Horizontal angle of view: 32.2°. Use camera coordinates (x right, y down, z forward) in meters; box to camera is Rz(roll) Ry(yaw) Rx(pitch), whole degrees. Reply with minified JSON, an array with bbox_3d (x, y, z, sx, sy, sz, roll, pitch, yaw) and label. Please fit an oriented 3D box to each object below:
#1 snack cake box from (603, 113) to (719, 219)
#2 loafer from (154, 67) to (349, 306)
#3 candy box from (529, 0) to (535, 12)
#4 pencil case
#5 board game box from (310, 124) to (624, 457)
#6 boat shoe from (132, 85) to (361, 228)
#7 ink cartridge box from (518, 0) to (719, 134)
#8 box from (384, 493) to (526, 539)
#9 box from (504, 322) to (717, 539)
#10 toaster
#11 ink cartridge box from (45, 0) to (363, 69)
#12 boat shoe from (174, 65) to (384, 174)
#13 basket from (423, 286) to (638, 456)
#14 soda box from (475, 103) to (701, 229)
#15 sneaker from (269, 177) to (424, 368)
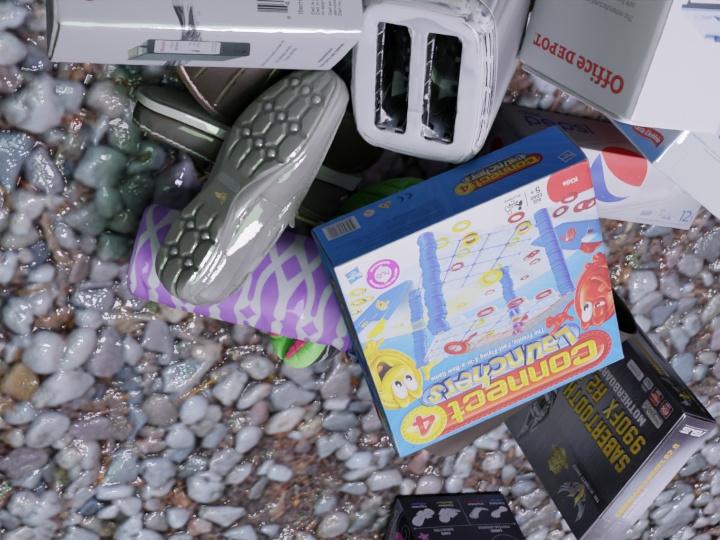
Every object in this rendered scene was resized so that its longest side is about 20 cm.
[{"bbox_3d":[0.237,-0.128,0.978,0.115,0.200,0.067,30,110,-34],"label":"snack cake box"},{"bbox_3d":[-0.073,-0.060,0.912,0.200,0.070,0.070,-51,149,9],"label":"loafer"},{"bbox_3d":[0.172,-0.286,0.933,0.199,0.055,0.116,-27,128,1],"label":"candy box"},{"bbox_3d":[-0.085,0.005,0.991,0.199,0.086,0.084,16,81,-1],"label":"pencil case"},{"bbox_3d":[0.086,0.019,0.936,0.199,0.056,0.196,-24,127,-5],"label":"board game box"},{"bbox_3d":[-0.092,-0.085,0.971,0.201,0.072,0.060,19,111,-34],"label":"boat shoe"},{"bbox_3d":[0.201,-0.212,0.848,0.085,0.146,0.201,2,114,-29],"label":"ink cartridge box"},{"bbox_3d":[0.088,0.348,1.318,0.131,0.115,0.201,1,123,-21],"label":"box"},{"bbox_3d":[0.216,0.128,1.153,0.048,0.200,0.159,18,117,-34],"label":"box"},{"bbox_3d":[0.057,-0.173,0.890,0.113,0.130,0.201,14,140,9],"label":"toaster"},{"bbox_3d":[-0.107,-0.215,0.822,0.199,0.084,0.147,-1,83,-19],"label":"ink cartridge box"},{"bbox_3d":[-0.068,-0.142,0.943,0.072,0.068,0.200,-40,130,20],"label":"boat shoe"},{"bbox_3d":[0.113,0.061,1.113,0.180,0.136,0.200,38,112,-12],"label":"basket"},{"bbox_3d":[0.204,-0.088,1.079,0.199,0.068,0.064,7,121,-23],"label":"soda box"},{"bbox_3d":[0.000,0.000,1.077,0.200,0.077,0.084,-48,155,12],"label":"sneaker"}]
